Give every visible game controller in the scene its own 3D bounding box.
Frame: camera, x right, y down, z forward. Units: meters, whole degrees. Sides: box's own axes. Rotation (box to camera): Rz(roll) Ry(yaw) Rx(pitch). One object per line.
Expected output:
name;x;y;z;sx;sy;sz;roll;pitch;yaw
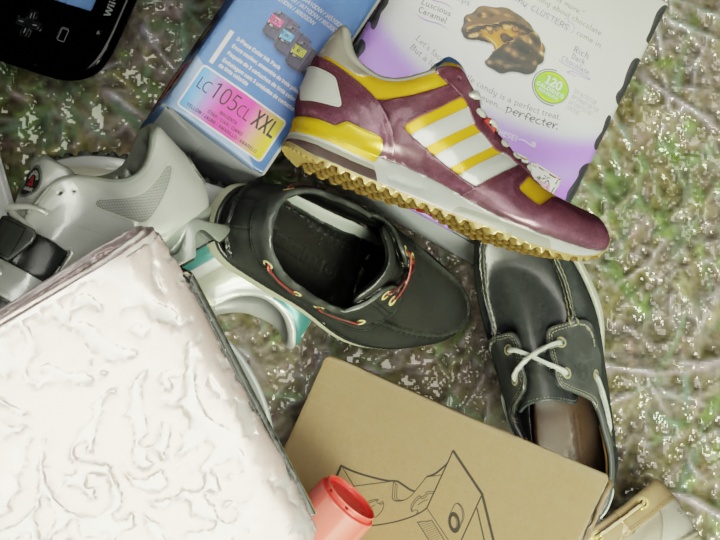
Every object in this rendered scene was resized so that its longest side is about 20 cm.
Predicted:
game controller;-0.169;-0.216;1.044;0.104;0.042;0.201;17;81;28

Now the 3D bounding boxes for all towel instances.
towel;-0.143;0.106;0.870;0.190;0.032;0.201;-31;112;-11

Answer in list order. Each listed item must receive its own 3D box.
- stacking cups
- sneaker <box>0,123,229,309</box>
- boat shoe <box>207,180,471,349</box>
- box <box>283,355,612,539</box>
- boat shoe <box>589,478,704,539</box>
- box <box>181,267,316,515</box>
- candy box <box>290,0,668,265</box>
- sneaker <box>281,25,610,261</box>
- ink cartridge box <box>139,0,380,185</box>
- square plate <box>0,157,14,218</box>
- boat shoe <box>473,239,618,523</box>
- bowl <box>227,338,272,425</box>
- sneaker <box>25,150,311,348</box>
stacking cups;-0.073;0.202;0.993;0.060;0.061;0.200;39;99;-4
sneaker;-0.173;-0.011;0.900;0.200;0.074;0.089;-34;109;-25
boat shoe;-0.001;0.003;1.013;0.201;0.063;0.074;26;78;-40
box;0.030;0.159;1.002;0.199;0.021;0.164;23;85;28
boat shoe;0.118;0.194;1.055;0.199;0.074;0.069;-23;74;-9
box;-0.147;0.113;0.919;0.199;0.049;0.160;-28;102;-11
candy box;0.075;-0.120;1.071;0.167;0.072;0.201;29;82;-5
sneaker;0.060;-0.070;0.946;0.199;0.075;0.091;21;87;-14
ink cartridge box;-0.045;-0.153;1.022;0.076;0.136;0.200;37;80;-10
square plate;-0.284;-0.007;0.908;0.199;0.028;0.199;-19;105;-17
boat shoe;0.115;0.056;1.012;0.071;0.068;0.201;-13;101;12
bowl;-0.155;0.112;1.004;0.200;0.090;0.202;1;84;-9
sneaker;-0.114;-0.009;1.030;0.199;0.070;0.094;15;78;-11
